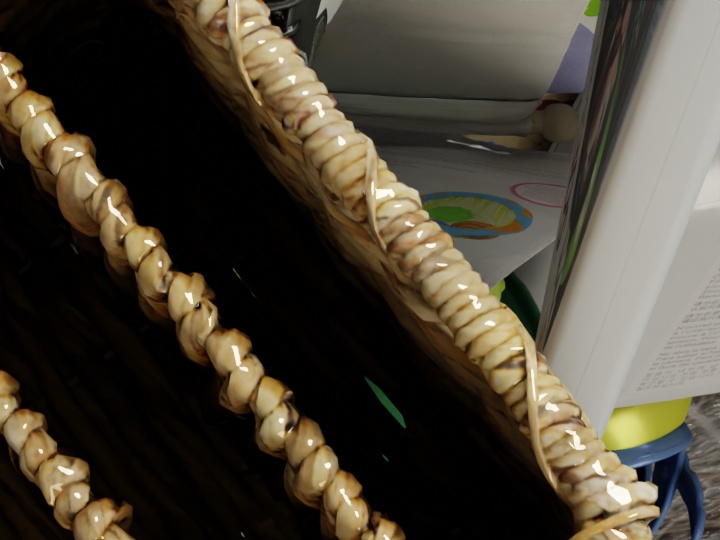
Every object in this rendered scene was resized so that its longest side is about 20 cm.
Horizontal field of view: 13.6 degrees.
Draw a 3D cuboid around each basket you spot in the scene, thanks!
[{"bbox_3d":[-0.049,0.032,0.652,0.143,0.200,0.149,-37,170,-6],"label":"basket"}]

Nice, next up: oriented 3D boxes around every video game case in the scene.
[{"bbox_3d":[0.077,-0.087,0.680,0.023,0.182,0.200,14,142,-1],"label":"video game case"}]

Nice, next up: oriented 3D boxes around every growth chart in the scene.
[{"bbox_3d":[0.039,-0.086,0.863,0.144,0.018,0.200,6,152,-14],"label":"growth chart"}]

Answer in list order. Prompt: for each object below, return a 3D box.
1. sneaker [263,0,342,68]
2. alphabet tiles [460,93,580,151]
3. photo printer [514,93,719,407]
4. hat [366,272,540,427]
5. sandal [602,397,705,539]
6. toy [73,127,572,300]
[{"bbox_3d":[-0.029,-0.073,0.776,0.066,0.091,0.200,13,151,-14],"label":"sneaker"},{"bbox_3d":[0.061,-0.022,1.092,0.200,0.006,0.166,-27,155,26],"label":"alphabet tiles"},{"bbox_3d":[0.140,-0.025,1.038,0.166,0.070,0.200,-9,156,-16],"label":"photo printer"},{"bbox_3d":[-0.028,0.015,0.911,0.165,0.201,0.176,-4,147,8],"label":"hat"},{"bbox_3d":[0.088,0.081,1.207,0.079,0.087,0.200,-15,-178,-7],"label":"sandal"},{"bbox_3d":[0.000,0.000,0.877,0.115,0.047,0.200,11,-164,22],"label":"toy"}]
